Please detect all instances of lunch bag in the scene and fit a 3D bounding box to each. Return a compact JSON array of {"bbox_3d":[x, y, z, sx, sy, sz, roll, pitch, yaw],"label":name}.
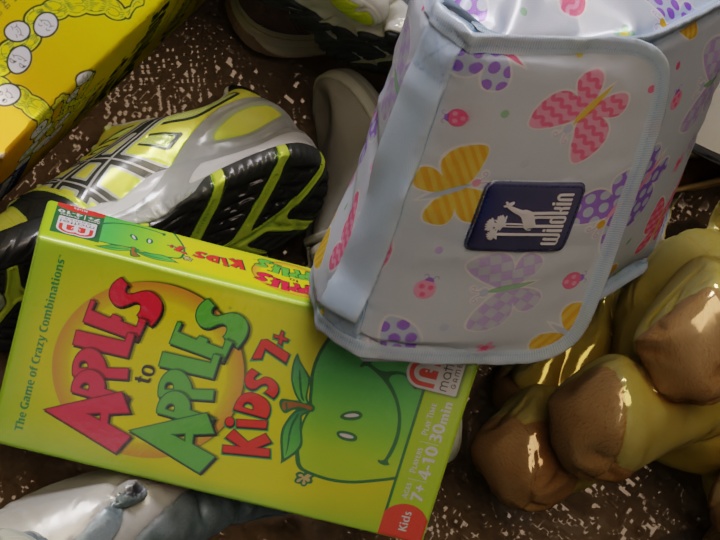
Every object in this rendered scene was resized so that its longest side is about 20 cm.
[{"bbox_3d":[0.069,-0.056,1.013,0.127,0.170,0.200,33,32,22],"label":"lunch bag"}]

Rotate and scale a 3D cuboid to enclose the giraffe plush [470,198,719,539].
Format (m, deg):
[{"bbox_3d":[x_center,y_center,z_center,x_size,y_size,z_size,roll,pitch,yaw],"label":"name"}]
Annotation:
[{"bbox_3d":[0.172,0.073,1.128,0.162,0.172,0.200,49,42,-10],"label":"giraffe plush"}]

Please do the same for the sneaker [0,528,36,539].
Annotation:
[{"bbox_3d":[-0.098,0.193,1.002,0.077,0.085,0.200,-54,130,-16],"label":"sneaker"}]

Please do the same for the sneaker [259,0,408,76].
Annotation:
[{"bbox_3d":[0.009,-0.142,1.099,0.200,0.077,0.080,34,70,-43],"label":"sneaker"}]

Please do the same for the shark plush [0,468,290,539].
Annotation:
[{"bbox_3d":[-0.118,0.133,1.081,0.200,0.091,0.083,-23,106,-37],"label":"shark plush"}]

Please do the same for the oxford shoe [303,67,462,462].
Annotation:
[{"bbox_3d":[0.000,0.000,1.130,0.058,0.075,0.200,-8,82,-19],"label":"oxford shoe"}]

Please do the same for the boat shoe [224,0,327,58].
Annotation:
[{"bbox_3d":[0.032,-0.154,1.186,0.200,0.065,0.072,-12,76,-20],"label":"boat shoe"}]

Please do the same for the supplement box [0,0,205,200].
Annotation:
[{"bbox_3d":[-0.145,-0.137,1.107,0.110,0.109,0.200,43,68,-1],"label":"supplement box"}]

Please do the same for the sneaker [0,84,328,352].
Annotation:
[{"bbox_3d":[-0.117,-0.024,1.114,0.200,0.075,0.076,-20,46,-14],"label":"sneaker"}]

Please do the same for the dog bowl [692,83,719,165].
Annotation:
[{"bbox_3d":[0.213,-0.138,1.187,0.200,0.074,0.200,7,46,-8],"label":"dog bowl"}]

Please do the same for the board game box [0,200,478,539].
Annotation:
[{"bbox_3d":[-0.055,0.046,1.058,0.200,0.048,0.102,14,111,-7],"label":"board game box"}]

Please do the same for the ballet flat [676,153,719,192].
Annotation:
[{"bbox_3d":[0.146,-0.067,1.195,0.200,0.063,0.069,-13,82,-19],"label":"ballet flat"}]
